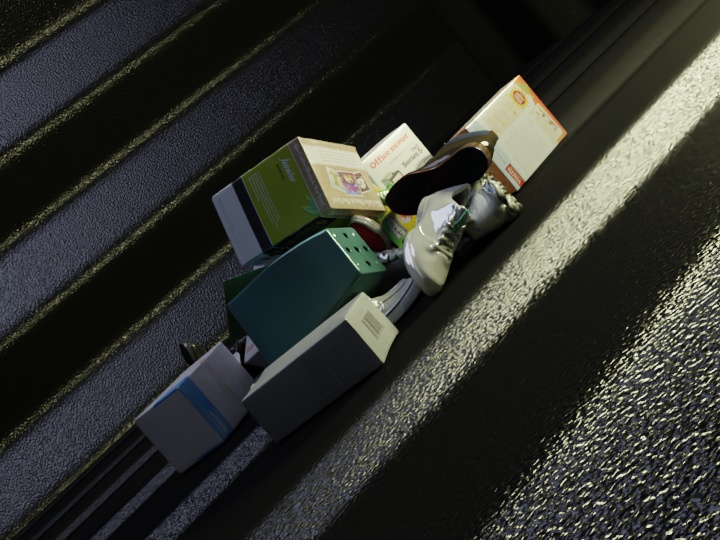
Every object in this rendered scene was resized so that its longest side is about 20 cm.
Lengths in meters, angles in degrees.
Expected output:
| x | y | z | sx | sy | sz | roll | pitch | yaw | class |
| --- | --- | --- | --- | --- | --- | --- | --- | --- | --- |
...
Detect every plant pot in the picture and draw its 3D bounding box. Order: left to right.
| x | y | z | sx | sy | sz | roll | pitch | yaw | class |
| --- | --- | --- | --- | --- | --- | --- | --- | --- | --- |
| -0.067 | 0.036 | 1.540 | 0.200 | 0.142 | 0.141 | -45 | -17 | 23 | plant pot |

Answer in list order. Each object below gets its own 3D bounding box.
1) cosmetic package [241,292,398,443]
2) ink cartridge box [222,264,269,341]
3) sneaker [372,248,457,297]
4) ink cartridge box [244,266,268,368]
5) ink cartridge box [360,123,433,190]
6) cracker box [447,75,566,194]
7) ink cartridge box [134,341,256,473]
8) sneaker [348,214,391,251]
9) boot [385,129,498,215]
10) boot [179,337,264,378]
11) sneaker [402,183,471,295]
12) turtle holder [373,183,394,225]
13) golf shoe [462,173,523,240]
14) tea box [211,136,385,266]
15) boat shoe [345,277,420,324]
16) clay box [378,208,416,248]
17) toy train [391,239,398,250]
| x | y | z | sx | sy | sz | roll | pitch | yaw | class |
| --- | --- | --- | --- | --- | --- | --- | --- | --- | --- |
| -0.055 | 0.130 | 1.358 | 0.200 | 0.081 | 0.113 | -40 | 6 | 23 | cosmetic package |
| -0.125 | 0.046 | 1.691 | 0.199 | 0.048 | 0.146 | -23 | -43 | -24 | ink cartridge box |
| 0.066 | 0.006 | 1.563 | 0.199 | 0.091 | 0.066 | -7 | 8 | 33 | sneaker |
| -0.147 | 0.066 | 1.837 | 0.146 | 0.082 | 0.201 | 139 | 138 | -61 | ink cartridge box |
| 0.086 | -0.155 | 1.935 | 0.145 | 0.200 | 0.084 | -44 | 7 | -29 | ink cartridge box |
| 0.249 | -0.223 | 1.703 | 0.200 | 0.134 | 0.058 | -45 | 7 | -40 | cracker box |
| -0.276 | 0.234 | 1.791 | 0.128 | 0.125 | 0.200 | -37 | 6 | 29 | ink cartridge box |
| 0.000 | 0.000 | 1.673 | 0.113 | 0.071 | 0.200 | -60 | -23 | -23 | sneaker |
| 0.131 | -0.151 | 1.568 | 0.199 | 0.075 | 0.097 | -25 | 16 | 37 | boot |
| -0.239 | 0.149 | 1.959 | 0.174 | 0.200 | 0.069 | -48 | 39 | -12 | boot |
| 0.119 | -0.055 | 1.443 | 0.088 | 0.075 | 0.201 | -29 | 32 | 35 | sneaker |
| -0.001 | -0.108 | 1.824 | 0.131 | 0.141 | 0.186 | -11 | -43 | -39 | turtle holder |
| 0.180 | -0.095 | 1.539 | 0.097 | 0.078 | 0.200 | -46 | 4 | 7 | golf shoe |
| -0.099 | -0.109 | 1.680 | 0.196 | 0.134 | 0.200 | -30 | -12 | 24 | tea box |
| 0.005 | 0.070 | 1.472 | 0.200 | 0.066 | 0.072 | -43 | 6 | -14 | boat shoe |
| 0.117 | -0.088 | 1.663 | 0.200 | 0.115 | 0.048 | -44 | 7 | -30 | clay box |
| 0.123 | -0.097 | 1.765 | 0.200 | 0.087 | 0.114 | -45 | -5 | -32 | toy train |
